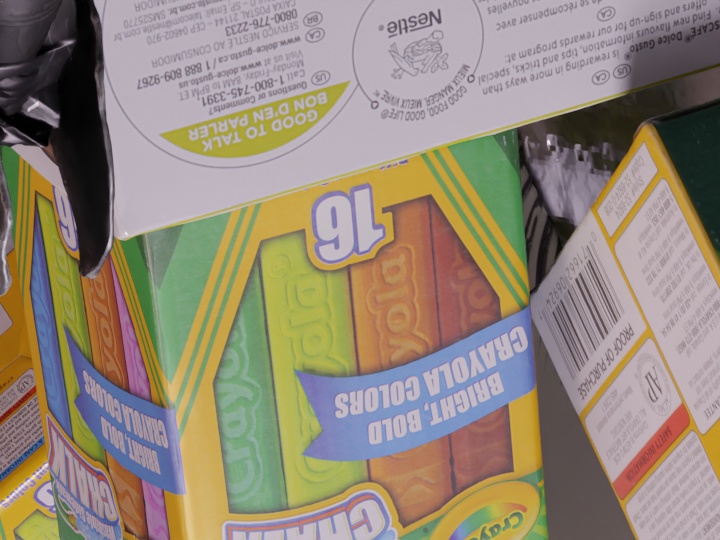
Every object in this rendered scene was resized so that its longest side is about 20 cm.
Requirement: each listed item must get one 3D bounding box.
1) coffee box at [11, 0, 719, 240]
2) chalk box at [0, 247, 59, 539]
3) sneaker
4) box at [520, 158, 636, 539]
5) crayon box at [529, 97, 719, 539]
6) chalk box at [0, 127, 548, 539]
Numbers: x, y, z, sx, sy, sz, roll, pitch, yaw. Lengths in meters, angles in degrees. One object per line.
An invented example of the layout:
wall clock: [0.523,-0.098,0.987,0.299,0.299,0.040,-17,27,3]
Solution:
coffee box: [-0.030,-0.148,0.800,0.200,0.199,0.199,36,139,59]
chalk box: [-0.110,0.101,1.261,0.200,0.124,0.124,43,-174,-42]
sneaker: [-0.114,-0.097,0.692,0.200,0.060,0.104,56,148,27]
box: [0.050,0.057,0.947,0.201,0.068,0.082,66,159,17]
crayon box: [0.124,0.065,0.788,0.126,0.051,0.201,118,132,-63]
chalk box: [-0.024,0.043,0.863,0.124,0.124,0.201,31,133,58]
